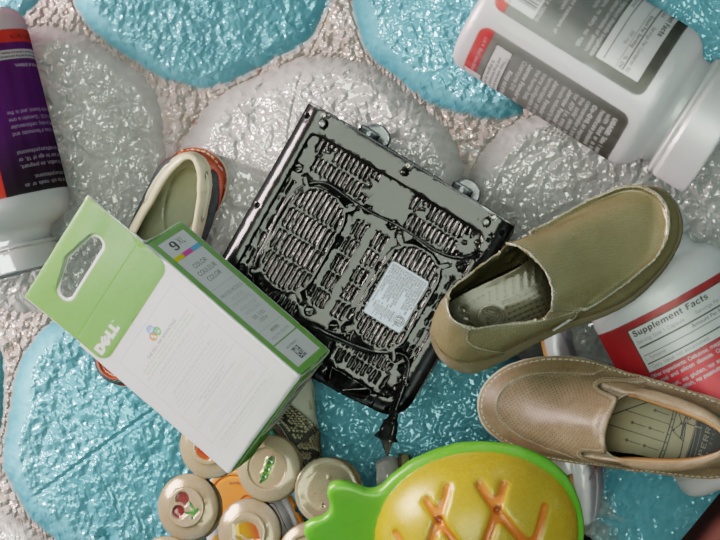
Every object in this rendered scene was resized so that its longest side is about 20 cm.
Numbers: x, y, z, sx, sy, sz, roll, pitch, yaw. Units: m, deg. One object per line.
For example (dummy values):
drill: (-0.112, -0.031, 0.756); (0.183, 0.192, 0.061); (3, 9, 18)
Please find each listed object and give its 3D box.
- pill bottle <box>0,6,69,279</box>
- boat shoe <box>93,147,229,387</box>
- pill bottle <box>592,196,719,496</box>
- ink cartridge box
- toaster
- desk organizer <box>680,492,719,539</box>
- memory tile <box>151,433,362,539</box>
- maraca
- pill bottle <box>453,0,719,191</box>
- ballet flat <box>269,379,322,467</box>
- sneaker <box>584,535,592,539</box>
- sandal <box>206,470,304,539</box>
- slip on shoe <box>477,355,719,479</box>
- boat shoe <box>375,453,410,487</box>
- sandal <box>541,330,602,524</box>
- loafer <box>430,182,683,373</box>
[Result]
pill bottle: (-0.290, -0.095, 1.510); (0.112, 0.112, 0.201); (-15, 90, 9)
boat shoe: (-0.159, -0.002, 1.521); (0.071, 0.063, 0.201); (25, 97, 4)
pill bottle: (0.240, 0.054, 1.440); (0.112, 0.112, 0.201); (-28, 88, 9)
ink cartridge box: (-0.132, 0.038, 1.412); (0.200, 0.059, 0.104); (40, 119, 5)
toaster: (0.000, 0.000, 1.469); (0.180, 0.119, 0.201); (30, 96, 7)
desk organizer: (0.271, 0.209, 1.399); (0.072, 0.200, 0.077); (39, 95, 5)
memory tile: (-0.092, 0.217, 1.457); (0.152, 0.017, 0.201); (20, 90, 17)
maraca: (0.061, 0.190, 1.405); (0.199, 0.107, 0.138); (-10, 106, 6)
pill bottle: (0.178, -0.149, 1.438); (0.199, 0.114, 0.114); (33, 97, 5)
ballet flat: (-0.083, 0.086, 1.503); (0.200, 0.068, 0.075); (43, 75, -13)
sneaker: (0.128, 0.227, 1.494); (0.200, 0.081, 0.084); (41, 111, 14)
sandal: (-0.068, 0.238, 1.487); (0.079, 0.059, 0.207); (-46, 65, 36)
slip on shoe: (0.173, 0.106, 1.376); (0.199, 0.061, 0.077); (13, 92, 21)
boat shoe: (0.008, 0.239, 1.501); (0.068, 0.075, 0.202); (3, 93, 4)
sandal: (0.136, 0.089, 1.472); (0.059, 0.079, 0.208); (-13, 84, 14)
loafer: (0.138, 0.004, 1.365); (0.199, 0.067, 0.076); (-34, 73, -2)
